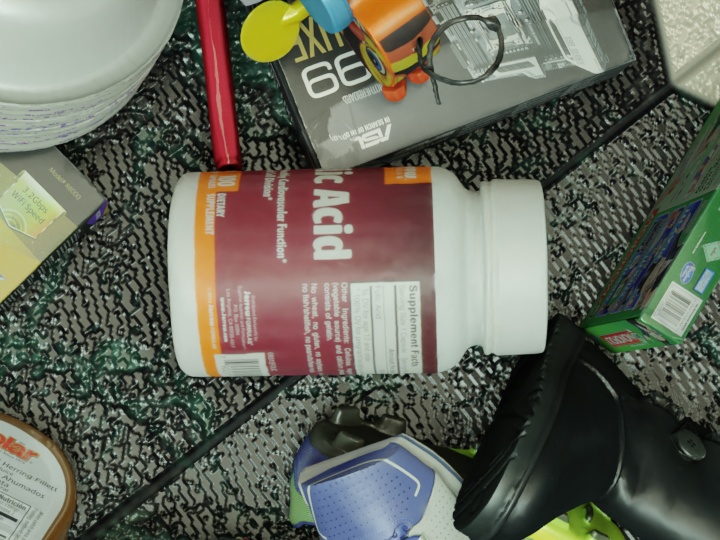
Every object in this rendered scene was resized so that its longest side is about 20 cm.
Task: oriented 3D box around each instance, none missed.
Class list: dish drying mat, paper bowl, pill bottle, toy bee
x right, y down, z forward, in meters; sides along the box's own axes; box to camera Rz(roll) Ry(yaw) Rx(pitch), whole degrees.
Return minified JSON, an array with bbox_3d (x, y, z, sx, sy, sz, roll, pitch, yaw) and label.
[{"bbox_3d":[-0.087,-0.154,1.008,0.018,0.077,0.200,-6,86,-2],"label":"dish drying mat"},{"bbox_3d":[-0.191,-0.173,0.952,0.201,0.104,0.201,10,64,-21],"label":"paper bowl"},{"bbox_3d":[0.000,0.000,0.972,0.200,0.114,0.114,-2,85,1],"label":"pill bottle"},{"bbox_3d":[-0.002,-0.141,0.965,0.131,0.109,0.200,-17,62,0],"label":"toy bee"}]

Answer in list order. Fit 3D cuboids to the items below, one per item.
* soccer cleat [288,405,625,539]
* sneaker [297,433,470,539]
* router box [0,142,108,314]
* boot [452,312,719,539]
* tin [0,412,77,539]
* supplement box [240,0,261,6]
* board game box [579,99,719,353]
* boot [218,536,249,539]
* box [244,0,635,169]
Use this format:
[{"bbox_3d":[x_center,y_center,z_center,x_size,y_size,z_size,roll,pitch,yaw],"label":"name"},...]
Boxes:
[{"bbox_3d":[0.054,0.141,1.016,0.200,0.065,0.084,19,113,-9],"label":"soccer cleat"},{"bbox_3d":[0.041,0.191,0.940,0.081,0.115,0.199,-24,111,11],"label":"sneaker"},{"bbox_3d":[-0.265,-0.052,0.989,0.200,0.052,0.157,44,81,-1],"label":"router box"},{"bbox_3d":[0.149,0.120,0.965,0.168,0.200,0.076,35,119,0],"label":"boot"},{"bbox_3d":[-0.221,0.146,0.920,0.112,0.042,0.200,29,38,-1],"label":"tin"},{"bbox_3d":[-0.032,-0.248,0.921,0.109,0.061,0.200,-13,66,16],"label":"supplement box"},{"bbox_3d":[0.201,-0.046,1.003,0.029,0.135,0.200,33,82,-2],"label":"board game box"},{"bbox_3d":[-0.104,0.217,0.973,0.203,0.073,0.154,15,84,-14],"label":"boot"},{"bbox_3d":[0.038,-0.156,1.036,0.200,0.050,0.158,-21,87,-8],"label":"box"}]
